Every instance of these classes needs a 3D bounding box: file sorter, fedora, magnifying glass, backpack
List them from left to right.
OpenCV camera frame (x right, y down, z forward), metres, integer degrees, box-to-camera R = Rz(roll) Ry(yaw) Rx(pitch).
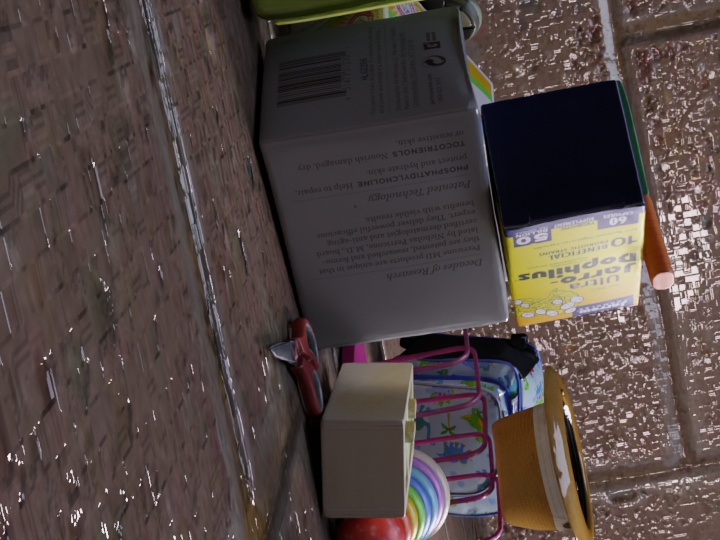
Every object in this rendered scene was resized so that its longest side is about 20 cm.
[{"bbox_3d":[0.061,0.152,1.461,0.139,0.124,0.202,-86,165,-68],"label":"file sorter"},{"bbox_3d":[0.121,0.189,1.793,0.147,0.181,0.202,-39,125,-57],"label":"backpack"},{"bbox_3d":[0.170,0.190,1.456,0.201,0.081,0.203,-11,90,-78],"label":"fedora"},{"bbox_3d":[0.226,-0.072,1.255,0.080,0.022,0.202,74,8,-53],"label":"magnifying glass"}]

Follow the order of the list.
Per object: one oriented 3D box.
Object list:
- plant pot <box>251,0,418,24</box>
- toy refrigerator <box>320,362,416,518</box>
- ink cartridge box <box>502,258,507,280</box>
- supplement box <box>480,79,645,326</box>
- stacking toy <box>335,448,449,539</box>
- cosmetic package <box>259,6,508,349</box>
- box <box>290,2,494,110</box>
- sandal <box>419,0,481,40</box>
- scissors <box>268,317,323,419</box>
[{"bbox_3d":[-0.007,-0.310,1.252,0.181,0.198,0.201,-125,-156,-89],"label":"plant pot"},{"bbox_3d":[0.012,0.131,1.215,0.200,0.069,0.077,-61,151,-81],"label":"toy refrigerator"},{"bbox_3d":[0.078,-0.056,1.618,0.086,0.198,0.149,-81,161,-73],"label":"ink cartridge box"},{"bbox_3d":[0.163,-0.048,1.221,0.200,0.108,0.111,69,12,-66],"label":"supplement box"},{"bbox_3d":[0.018,0.202,1.242,0.200,0.084,0.086,-16,96,-78],"label":"stacking toy"},{"bbox_3d":[0.020,-0.074,1.218,0.168,0.164,0.202,-93,172,-53],"label":"cosmetic package"},{"bbox_3d":[0.033,-0.174,1.443,0.200,0.112,0.102,39,39,-41],"label":"box"},{"bbox_3d":[0.033,-0.277,1.492,0.058,0.199,0.080,-60,160,-24],"label":"sandal"},{"bbox_3d":[-0.049,0.053,1.084,0.200,0.014,0.074,63,20,-69],"label":"scissors"}]
